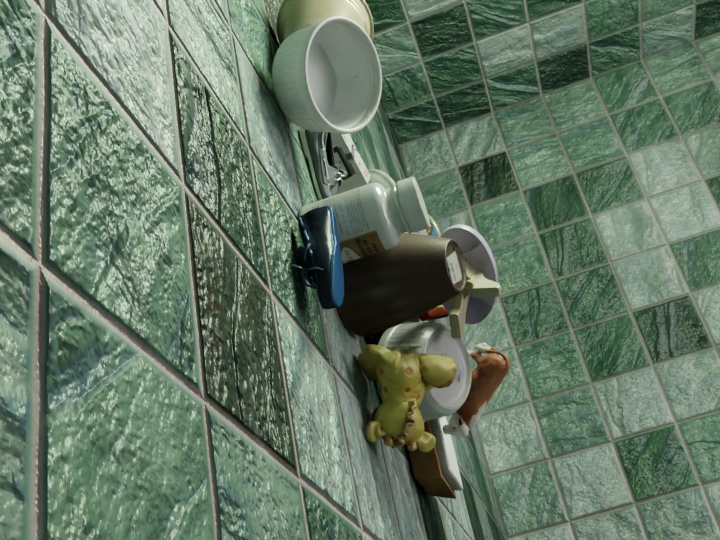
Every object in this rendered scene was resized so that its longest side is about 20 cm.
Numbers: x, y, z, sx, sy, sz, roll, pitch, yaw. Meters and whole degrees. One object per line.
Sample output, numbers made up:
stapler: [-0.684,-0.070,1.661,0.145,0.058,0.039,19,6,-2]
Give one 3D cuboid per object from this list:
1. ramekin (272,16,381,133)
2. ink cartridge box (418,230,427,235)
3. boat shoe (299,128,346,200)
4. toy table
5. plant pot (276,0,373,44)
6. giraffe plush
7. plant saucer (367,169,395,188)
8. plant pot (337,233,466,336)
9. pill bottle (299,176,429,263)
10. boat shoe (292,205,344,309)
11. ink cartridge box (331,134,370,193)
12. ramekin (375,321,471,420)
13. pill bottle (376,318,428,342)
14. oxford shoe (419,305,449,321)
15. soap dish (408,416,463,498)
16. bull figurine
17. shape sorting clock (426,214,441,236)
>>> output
ramekin: [-0.065,-0.340,1.554,0.200,0.105,0.201,-1,92,-48]
ink cartridge box: [0.082,-0.051,1.790,0.200,0.067,0.116,18,-42,49]
boat shoe: [-0.062,-0.191,1.700,0.073,0.062,0.201,-6,78,-81]
toy table: [0.187,0.025,1.659,0.117,0.183,0.201,-44,117,-60]
plant pot: [-0.076,-0.445,1.719,0.184,0.200,0.201,-86,157,-56]
giraffe plush: [0.071,0.220,1.472,0.200,0.172,0.163,80,16,-75]
plant saucer: [0.024,-0.121,1.931,0.200,0.050,0.201,24,-60,50]
plant pot: [0.078,0.010,1.544,0.187,0.199,0.188,31,54,-55]
pill bottle: [0.009,-0.083,1.460,0.114,0.199,0.115,-18,90,-81]
boat shoe: [-0.064,-0.013,1.321,0.200,0.068,0.084,-96,174,-51]
ink cartridge box: [-0.036,-0.227,1.837,0.200,0.068,0.116,62,11,-12]
ramekin: [0.128,0.192,1.689,0.200,0.105,0.201,17,67,-47]
pill bottle: [0.089,0.127,1.834,0.113,0.113,0.201,-5,76,-81]
oxford shoe: [0.088,0.066,1.751,0.071,0.199,0.073,-30,-113,61]
soap dish: [0.143,0.359,1.804,0.157,0.081,0.201,59,15,-56]
bull figurine: [0.222,0.238,1.756,0.065,0.200,0.121,27,13,-43]
shape sorting clock: [0.117,-0.028,1.884,0.200,0.039,0.201,12,-76,61]
